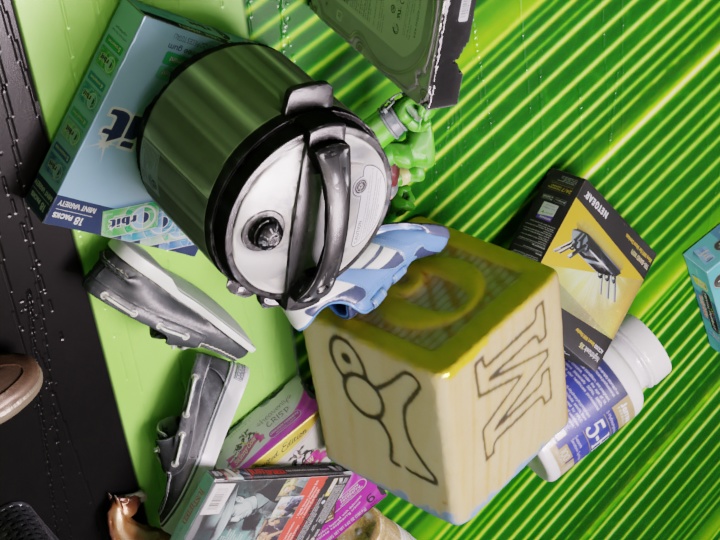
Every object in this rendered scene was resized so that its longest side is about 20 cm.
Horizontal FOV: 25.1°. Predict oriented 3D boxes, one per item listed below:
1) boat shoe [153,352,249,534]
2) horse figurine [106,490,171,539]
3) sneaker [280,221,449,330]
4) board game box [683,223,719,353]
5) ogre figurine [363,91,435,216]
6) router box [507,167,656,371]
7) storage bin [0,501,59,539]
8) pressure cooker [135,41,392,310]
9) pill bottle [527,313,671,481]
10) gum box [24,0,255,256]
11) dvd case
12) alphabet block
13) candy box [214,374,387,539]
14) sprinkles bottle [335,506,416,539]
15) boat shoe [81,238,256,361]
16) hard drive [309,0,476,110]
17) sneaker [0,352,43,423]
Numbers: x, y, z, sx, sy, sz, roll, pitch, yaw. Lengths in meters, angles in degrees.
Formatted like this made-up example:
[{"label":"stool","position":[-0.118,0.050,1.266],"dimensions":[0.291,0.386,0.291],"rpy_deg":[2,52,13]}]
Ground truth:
[{"label":"boat shoe","position":[-0.175,0.173,1.624],"dimensions":[0.067,0.072,0.201],"rpy_deg":[20,114,-8]},{"label":"horse figurine","position":[-0.223,0.317,1.710],"dimensions":[0.132,0.050,0.201],"rpy_deg":[-6,123,-43]},{"label":"sneaker","position":[0.000,0.000,1.559],"dimensions":[0.199,0.074,0.083],"rpy_deg":[-15,94,-28]},{"label":"board game box","position":[0.496,0.005,2.050],"dimensions":[0.151,0.047,0.200],"rpy_deg":[-39,138,-8]},{"label":"ogre figurine","position":[0.006,-0.093,1.528],"dimensions":[0.119,0.099,0.200],"rpy_deg":[-23,179,-16]},{"label":"router box","position":[0.238,0.002,1.804],"dimensions":[0.200,0.052,0.158],"rpy_deg":[36,80,-48]},{"label":"storage bin","position":[-0.367,0.341,1.579],"dimensions":[0.200,0.094,0.136],"rpy_deg":[-36,138,-9]},{"label":"pressure cooker","position":[-0.073,-0.073,1.342],"dimensions":[0.179,0.200,0.176],"rpy_deg":[-46,138,-1]},{"label":"pill bottle","position":[0.265,0.145,1.917],"dimensions":[0.200,0.120,0.120],"rpy_deg":[-37,138,-9]},{"label":"gum box","position":[-0.174,-0.120,1.407],"dimensions":[0.169,0.045,0.201],"rpy_deg":[12,113,-44]},{"label":"dvd case","position":[-0.111,0.264,1.676],"dimensions":[0.199,0.022,0.147],"rpy_deg":[3,122,-48]},{"label":"alphabet block","position":[0.078,0.098,1.632],"dimensions":[0.196,0.195,0.201],"rpy_deg":[-39,137,-35]},{"label":"candy box","position":[-0.068,0.222,1.752],"dimensions":[0.136,0.061,0.200],"rpy_deg":[-39,138,-6]},{"label":"sprinkles bottle","position":[0.043,0.343,1.933],"dimensions":[0.068,0.068,0.200],"rpy_deg":[-46,138,1]},{"label":"boat shoe","position":[-0.178,0.037,1.512],"dimensions":[0.060,0.076,0.200],"rpy_deg":[-48,127,2]},{"label":"hard drive","position":[0.024,-0.242,1.355],"dimensions":[0.038,0.200,0.140],"rpy_deg":[-12,130,-29]},{"label":"sneaker","position":[-0.370,0.102,1.403],"dimensions":[0.199,0.070,0.076],"rpy_deg":[-20,132,-27]}]
